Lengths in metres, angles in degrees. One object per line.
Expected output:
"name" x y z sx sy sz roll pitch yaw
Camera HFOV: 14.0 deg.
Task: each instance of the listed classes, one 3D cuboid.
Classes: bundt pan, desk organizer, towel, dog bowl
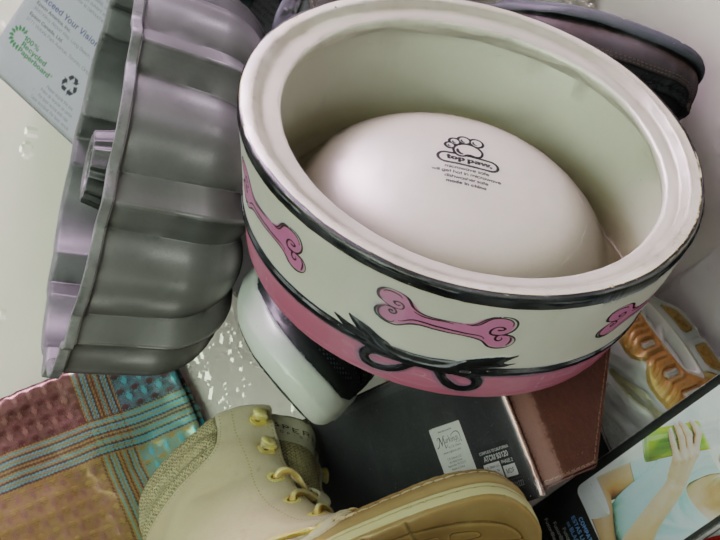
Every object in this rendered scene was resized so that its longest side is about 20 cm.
"bundt pan" -0.091 -0.042 1.354 0.076 0.202 0.202 11 98 -11
"desk organizer" 0.047 0.075 1.322 0.200 0.077 0.072 -28 82 58
"towel" -0.121 0.144 1.450 0.200 0.146 0.022 64 161 14
"dog bowl" 0.039 -0.029 1.225 0.200 0.200 0.074 36 133 24

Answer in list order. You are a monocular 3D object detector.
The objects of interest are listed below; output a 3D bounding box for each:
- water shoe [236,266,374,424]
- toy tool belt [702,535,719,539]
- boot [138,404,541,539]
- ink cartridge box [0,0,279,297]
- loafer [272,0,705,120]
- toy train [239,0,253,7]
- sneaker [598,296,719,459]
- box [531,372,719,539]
"water shoe" 0.000 0.000 1.335 0.079 0.200 0.072 -36 102 20
"toy tool belt" 0.094 0.197 1.203 0.125 0.200 0.123 34 136 43
"boot" -0.017 0.110 1.280 0.200 0.156 0.073 -32 120 18
"ink cartridge box" -0.065 -0.123 1.455 0.200 0.041 0.200 43 109 21
"loafer" 0.055 -0.089 1.331 0.200 0.072 0.063 13 69 -5
"toy train" -0.036 -0.181 1.375 0.200 0.085 0.114 -6 97 27
"sneaker" 0.086 0.014 1.355 0.088 0.076 0.200 -45 64 33
"box" 0.172 0.096 1.281 0.200 0.117 0.060 -38 58 25
